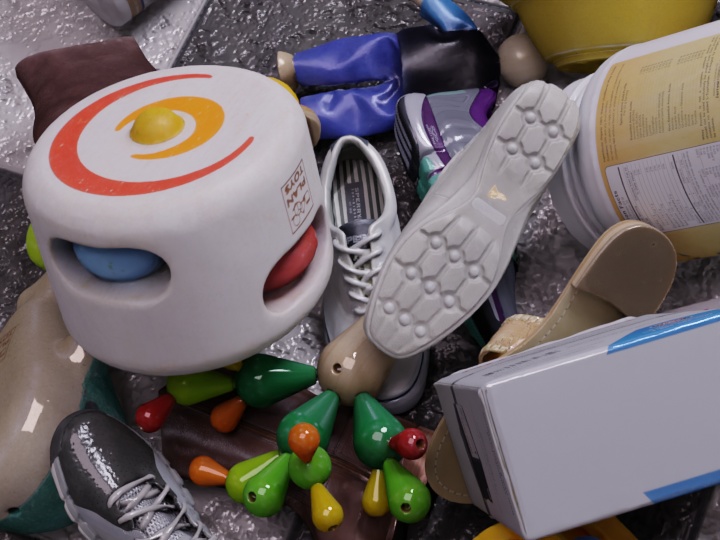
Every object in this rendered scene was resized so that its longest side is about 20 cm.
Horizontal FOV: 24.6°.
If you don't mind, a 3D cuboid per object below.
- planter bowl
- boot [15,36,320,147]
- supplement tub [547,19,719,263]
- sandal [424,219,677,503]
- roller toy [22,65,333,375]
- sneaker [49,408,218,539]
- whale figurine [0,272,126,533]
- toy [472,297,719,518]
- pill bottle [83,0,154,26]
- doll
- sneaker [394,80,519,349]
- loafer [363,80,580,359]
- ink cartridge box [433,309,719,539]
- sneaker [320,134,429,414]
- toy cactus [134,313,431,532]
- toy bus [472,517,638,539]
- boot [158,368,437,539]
[{"bbox_3d":[0.179,-0.184,1.154,0.198,0.200,0.085,-3,90,11],"label":"planter bowl"},{"bbox_3d":[-0.143,-0.124,1.195,0.198,0.073,0.167,-15,47,-13],"label":"boot"},{"bbox_3d":[0.228,-0.083,1.047,0.199,0.144,0.146,-11,52,49],"label":"supplement tub"},{"bbox_3d":[0.117,0.055,1.047,0.077,0.070,0.212,38,93,-13],"label":"sandal"},{"bbox_3d":[-0.111,-0.040,1.035,0.198,0.141,0.183,-20,36,-12],"label":"roller toy"},{"bbox_3d":[-0.104,0.161,1.004,0.075,0.115,0.201,-37,95,-35],"label":"sneaker"},{"bbox_3d":[-0.207,0.087,1.123,0.159,0.103,0.201,-37,33,33],"label":"whale figurine"},{"bbox_3d":[0.175,0.092,1.057,0.198,0.047,0.116,-19,49,16],"label":"toy"},{"bbox_3d":[-0.151,-0.295,1.301,0.200,0.111,0.111,-41,62,-11],"label":"pill bottle"},{"bbox_3d":[0.040,-0.148,1.215,0.197,0.048,0.138,-6,78,7],"label":"doll"},{"bbox_3d":[0.091,-0.042,1.133,0.087,0.075,0.202,-16,71,-9],"label":"sneaker"},{"bbox_3d":[0.070,-0.030,1.045,0.070,0.070,0.201,38,83,-2],"label":"loafer"},{"bbox_3d":[0.129,0.080,0.907,0.143,0.200,0.085,-17,89,-4],"label":"ink cartridge box"},{"bbox_3d":[0.000,0.000,1.134,0.072,0.071,0.202,-15,62,4],"label":"sneaker"},{"bbox_3d":[-0.030,0.081,1.035,0.198,0.103,0.165,15,50,33],"label":"toy cactus"},{"bbox_3d":[0.089,0.203,0.940,0.199,0.193,0.136,-35,59,-10],"label":"toy bus"},{"bbox_3d":[-0.062,0.153,1.073,0.198,0.065,0.187,18,59,19],"label":"boot"}]
